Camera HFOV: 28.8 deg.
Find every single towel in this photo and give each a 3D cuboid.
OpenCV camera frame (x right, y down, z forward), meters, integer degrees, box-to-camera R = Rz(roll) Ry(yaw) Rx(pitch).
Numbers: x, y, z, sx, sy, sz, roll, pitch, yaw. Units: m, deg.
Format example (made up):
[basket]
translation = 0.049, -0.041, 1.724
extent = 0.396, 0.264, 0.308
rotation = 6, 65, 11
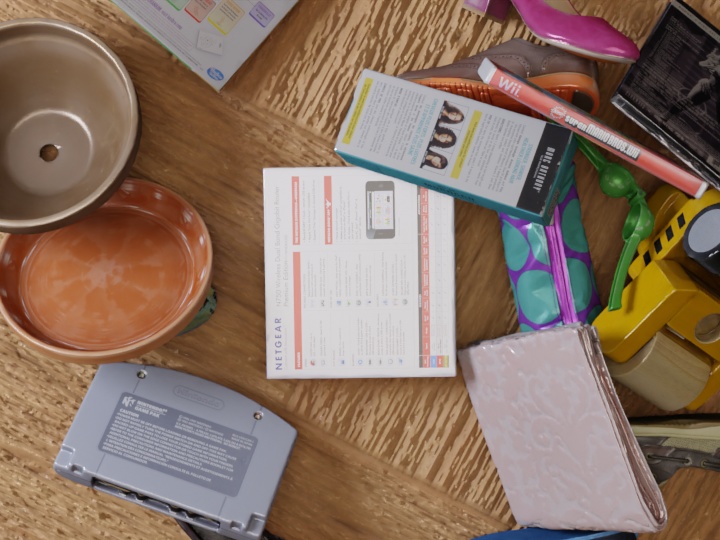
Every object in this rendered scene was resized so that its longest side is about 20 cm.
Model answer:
[towel]
translation = 0.177, 0.145, 1.263
extent = 0.032, 0.200, 0.191
rotation = -22, 93, -29

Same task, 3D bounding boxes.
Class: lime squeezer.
[lime squeezer]
translation = 0.221, -0.061, 1.253
extent = 0.071, 0.038, 0.200
rotation = -14, 73, -6

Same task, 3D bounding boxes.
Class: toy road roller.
[toy road roller]
translation = 0.294, 0.012, 1.270
extent = 0.123, 0.146, 0.200
rotation = 32, 107, -30

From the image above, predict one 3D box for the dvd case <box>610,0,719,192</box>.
[dvd case]
translation = 0.310, -0.154, 1.250
extent = 0.149, 0.200, 0.016
rotation = 39, 134, -2

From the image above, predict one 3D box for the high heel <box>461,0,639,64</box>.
[high heel]
translation = 0.180, -0.251, 1.253
extent = 0.067, 0.200, 0.096
rotation = 11, 105, -44

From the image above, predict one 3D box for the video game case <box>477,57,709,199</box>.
[video game case]
translation = 0.192, -0.123, 1.188
extent = 0.200, 0.143, 0.017
rotation = 28, 101, -3

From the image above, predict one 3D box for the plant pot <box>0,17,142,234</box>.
[plant pot]
translation = -0.294, -0.120, 1.278
extent = 0.201, 0.093, 0.201
rotation = -1, 74, 3

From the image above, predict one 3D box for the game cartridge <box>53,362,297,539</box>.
[game cartridge]
translation = -0.166, 0.161, 1.302
extent = 0.200, 0.040, 0.133
rotation = 20, 58, 2

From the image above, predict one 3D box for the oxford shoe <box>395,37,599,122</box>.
[oxford shoe]
translation = 0.122, -0.175, 1.308
extent = 0.200, 0.071, 0.073
rotation = 1, 56, 9

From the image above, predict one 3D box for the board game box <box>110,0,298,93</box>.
[board game box]
translation = -0.118, -0.282, 1.263
extent = 0.200, 0.040, 0.153
rotation = -48, 131, 3

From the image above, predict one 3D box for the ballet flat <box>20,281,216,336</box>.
[ballet flat]
translation = -0.237, 0.038, 1.314
extent = 0.200, 0.074, 0.074
rotation = -3, 94, 1

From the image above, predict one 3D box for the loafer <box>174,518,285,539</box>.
[loafer]
translation = -0.116, 0.268, 1.330
extent = 0.200, 0.063, 0.072
rotation = 44, 94, -2

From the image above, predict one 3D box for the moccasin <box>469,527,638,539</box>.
[moccasin]
translation = 0.167, 0.284, 1.321
extent = 0.200, 0.080, 0.068
rotation = -9, 98, 2

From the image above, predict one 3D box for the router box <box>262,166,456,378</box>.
[router box]
translation = 0.000, 0.000, 1.318
extent = 0.179, 0.049, 0.200
rotation = 0, 94, 1

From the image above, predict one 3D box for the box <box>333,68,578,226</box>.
[box]
translation = 0.085, -0.110, 1.245
extent = 0.200, 0.049, 0.082
rotation = 19, 86, 16

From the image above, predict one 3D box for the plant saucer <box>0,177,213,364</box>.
[plant saucer]
translation = -0.233, 0.001, 1.282
extent = 0.200, 0.032, 0.200
rotation = -1, 54, 1

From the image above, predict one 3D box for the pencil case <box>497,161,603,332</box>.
[pencil case]
translation = 0.178, 0.002, 1.296
extent = 0.085, 0.092, 0.200
rotation = -14, 95, -2

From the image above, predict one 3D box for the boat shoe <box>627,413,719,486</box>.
[boat shoe]
translation = 0.280, 0.170, 1.316
extent = 0.201, 0.072, 0.066
rotation = -2, 89, -4
